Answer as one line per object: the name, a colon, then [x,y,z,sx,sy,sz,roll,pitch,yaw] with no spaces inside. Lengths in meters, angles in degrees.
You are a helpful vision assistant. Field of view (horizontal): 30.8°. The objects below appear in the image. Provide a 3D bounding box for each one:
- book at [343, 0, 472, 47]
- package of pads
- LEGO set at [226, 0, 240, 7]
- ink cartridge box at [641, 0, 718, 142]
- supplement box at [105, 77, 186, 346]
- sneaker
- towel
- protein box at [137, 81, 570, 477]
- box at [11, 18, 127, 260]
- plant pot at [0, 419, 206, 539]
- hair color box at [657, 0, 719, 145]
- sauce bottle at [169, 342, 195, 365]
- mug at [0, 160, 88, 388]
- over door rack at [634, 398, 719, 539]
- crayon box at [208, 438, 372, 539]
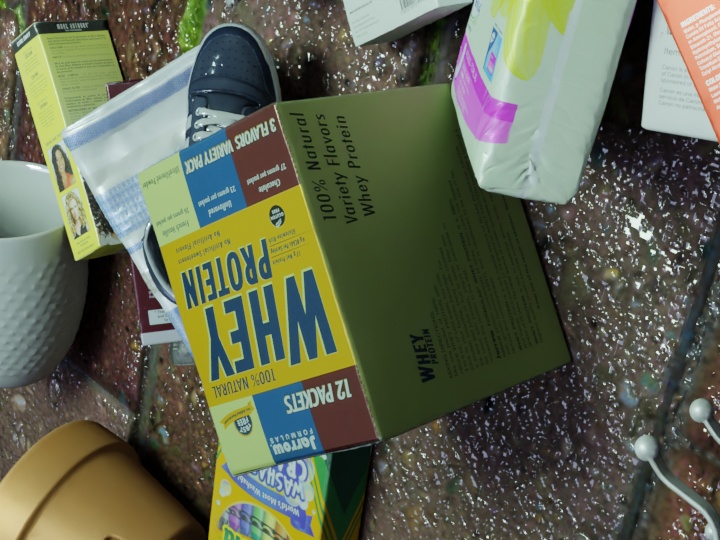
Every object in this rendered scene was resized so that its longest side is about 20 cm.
book: [0.012,-0.256,0.842,0.133,0.048,0.201,178,79,-69]
package of pads: [0.108,-0.159,0.738,0.155,0.068,0.201,-92,14,-64]
LEGO set: [-0.128,-0.266,0.911,0.153,0.116,0.201,7,140,34]
ink cartridge box: [0.231,-0.163,0.654,0.146,0.083,0.201,17,111,40]
supplement box: [-0.127,-0.050,1.010,0.061,0.108,0.201,-117,21,-83]
sneaker: [-0.101,-0.070,0.898,0.070,0.109,0.201,8,99,6]
towel: [-0.114,-0.054,0.968,0.146,0.024,0.201,-29,96,1]
protein box: [0.000,0.000,0.829,0.134,0.199,0.200,-20,87,42]
box: [-0.234,-0.114,1.130,0.050,0.075,0.201,-23,84,47]
plant pot: [-0.228,0.251,1.136,0.139,0.200,0.201,26,118,20]
hair color box: [0.185,-0.118,0.580,0.061,0.101,0.201,-29,81,43]
sauce bottle: [-0.149,-0.024,1.072,0.064,0.064,0.201,-4,96,45]
mug: [-0.338,0.020,1.174,0.147,0.200,0.176,25,125,28]
over door rack: [0.209,0.058,0.683,0.066,0.147,0.201,21,114,33]
crayon box: [-0.059,0.180,1.039,0.125,0.051,0.201,24,116,39]
